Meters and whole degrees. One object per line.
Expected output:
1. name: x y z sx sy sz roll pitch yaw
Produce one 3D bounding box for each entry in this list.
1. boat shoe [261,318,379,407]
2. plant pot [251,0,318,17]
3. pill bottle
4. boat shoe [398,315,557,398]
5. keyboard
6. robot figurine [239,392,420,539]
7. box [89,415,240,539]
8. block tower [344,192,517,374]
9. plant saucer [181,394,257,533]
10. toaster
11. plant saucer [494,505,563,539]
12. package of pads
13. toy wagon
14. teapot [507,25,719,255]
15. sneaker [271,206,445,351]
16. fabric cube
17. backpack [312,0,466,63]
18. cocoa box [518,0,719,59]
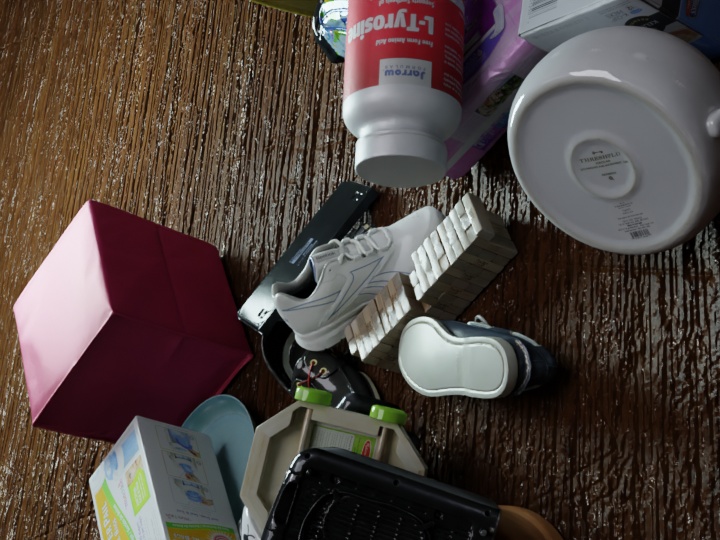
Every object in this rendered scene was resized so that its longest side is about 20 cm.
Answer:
1. boat shoe: -0.044 0.115 1.404 0.074 0.063 0.201 -59 37 10
2. plant pot: -0.057 -0.401 1.575 0.200 0.176 0.200 -56 27 18
3. pill bottle: 0.041 -0.185 1.267 0.112 0.112 0.200 -18 63 49
4. boat shoe: 0.100 0.077 1.218 0.200 0.062 0.075 -5 84 62
5. keyboard: -0.047 -0.012 1.458 0.200 0.021 0.127 -52 28 -7
6. robot figurine: -0.031 0.210 1.274 0.200 0.125 0.150 -54 1 20
7. box: -0.211 0.273 1.465 0.113 0.101 0.200 -52 37 22
8. block tower: 0.068 0.019 1.305 0.200 0.058 0.054 -50 39 29
9. plant saucer: -0.167 0.241 1.536 0.200 0.027 0.200 -31 49 44
10. toaster: 0.001 0.247 1.092 0.119 0.200 0.181 38 -111 -81
11. plant saucer: 0.100 0.293 1.130 0.200 0.037 0.200 -29 51 43
12. package of pads: 0.122 -0.200 1.326 0.200 0.076 0.121 -47 44 30
13. toy wagon: -0.002 0.193 1.179 0.040 0.200 0.155 29 -106 -80
14. teapot: 0.227 -0.121 1.081 0.146 0.200 0.198 -47 -22 -38
15. sneaker: 0.000 0.000 1.356 0.200 0.087 0.075 -38 37 7
16. fabric cube: -0.276 0.073 1.624 0.196 0.200 0.199 -50 40 24
17. backpack: 0.048 -0.293 1.436 0.200 0.154 0.163 29 77 43
18. cocoa box: 0.236 -0.280 1.161 0.133 0.131 0.200 -14 62 51
